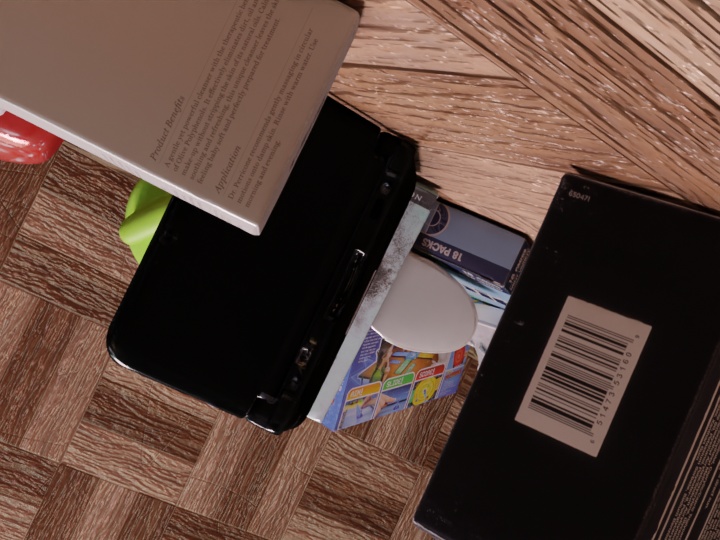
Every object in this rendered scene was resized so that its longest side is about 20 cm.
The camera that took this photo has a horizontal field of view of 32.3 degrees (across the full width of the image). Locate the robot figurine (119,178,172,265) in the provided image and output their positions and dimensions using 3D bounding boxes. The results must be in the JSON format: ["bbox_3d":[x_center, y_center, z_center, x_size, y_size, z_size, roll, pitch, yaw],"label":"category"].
[{"bbox_3d":[-0.123,-0.051,1.062,0.177,0.115,0.200,62,-154,-8],"label":"robot figurine"}]

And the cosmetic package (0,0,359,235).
[{"bbox_3d":[-0.111,-0.107,0.556,0.199,0.108,0.085,28,177,-3],"label":"cosmetic package"}]

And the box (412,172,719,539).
[{"bbox_3d":[0.155,0.085,0.676,0.123,0.202,0.198,22,175,38],"label":"box"}]

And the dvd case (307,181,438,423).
[{"bbox_3d":[-0.049,-0.002,0.928,0.145,0.201,0.022,26,-166,-5],"label":"dvd case"}]

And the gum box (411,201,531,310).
[{"bbox_3d":[0.075,-0.016,1.043,0.169,0.045,0.200,25,177,23],"label":"gum box"}]

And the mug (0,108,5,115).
[{"bbox_3d":[-0.223,-0.145,0.688,0.197,0.150,0.175,-4,-175,1],"label":"mug"}]

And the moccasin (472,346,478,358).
[{"bbox_3d":[0.173,0.076,1.407,0.073,0.078,0.201,25,176,11],"label":"moccasin"}]

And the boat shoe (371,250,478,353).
[{"bbox_3d":[0.000,0.000,0.973,0.198,0.071,0.064,25,-169,-5],"label":"boat shoe"}]

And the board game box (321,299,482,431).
[{"bbox_3d":[0.042,0.067,1.176,0.034,0.137,0.199,28,-158,33],"label":"board game box"}]

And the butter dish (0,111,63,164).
[{"bbox_3d":[-0.348,-0.157,1.170,0.198,0.149,0.200,26,176,-12],"label":"butter dish"}]

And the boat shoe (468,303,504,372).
[{"bbox_3d":[0.132,0.077,1.078,0.072,0.069,0.200,26,176,-29],"label":"boat shoe"}]

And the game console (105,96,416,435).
[{"bbox_3d":[-0.054,-0.009,0.805,0.115,0.202,0.176,26,177,6],"label":"game console"}]
